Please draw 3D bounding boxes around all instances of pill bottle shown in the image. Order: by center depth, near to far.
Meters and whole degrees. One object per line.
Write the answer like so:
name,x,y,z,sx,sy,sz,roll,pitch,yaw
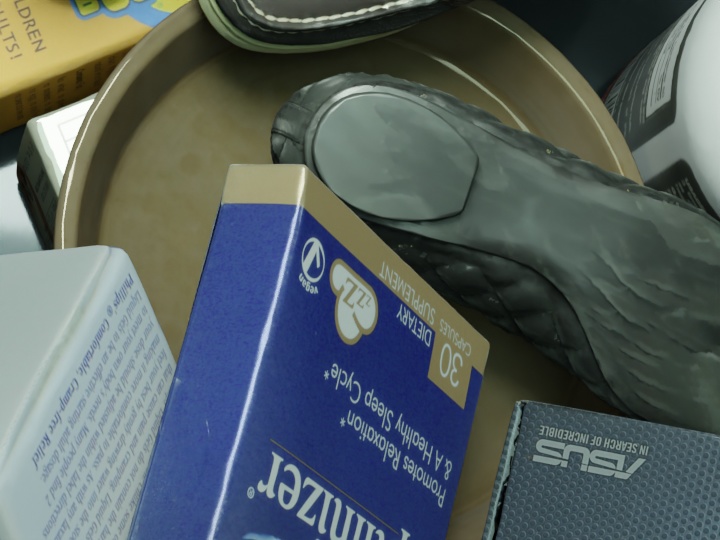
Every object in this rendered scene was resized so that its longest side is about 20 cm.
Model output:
pill bottle,0.150,-0.047,0.742,0.115,0.200,0.116,1,83,-8

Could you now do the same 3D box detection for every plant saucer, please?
plant saucer,0.000,0.000,0.713,0.199,0.029,0.201,4,77,-17

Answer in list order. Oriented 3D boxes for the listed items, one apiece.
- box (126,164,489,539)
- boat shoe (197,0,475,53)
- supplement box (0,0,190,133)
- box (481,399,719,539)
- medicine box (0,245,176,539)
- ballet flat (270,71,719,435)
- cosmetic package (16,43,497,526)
box,-0.021,0.087,0.611,0.032,0.121,0.201,3,67,31
boat shoe,0.042,-0.124,0.699,0.200,0.065,0.073,-25,97,-16
supplement box,-0.105,-0.095,0.781,0.199,0.069,0.067,-24,85,-12
box,0.124,0.132,0.633,0.199,0.051,0.158,10,79,21
medicine box,-0.130,0.107,0.651,0.182,0.103,0.200,-5,125,22
ballet flat,0.062,-0.005,0.696,0.200,0.057,0.067,31,91,-16
cosmetic package,-0.033,0.031,0.762,0.103,0.087,0.201,-21,85,-14
